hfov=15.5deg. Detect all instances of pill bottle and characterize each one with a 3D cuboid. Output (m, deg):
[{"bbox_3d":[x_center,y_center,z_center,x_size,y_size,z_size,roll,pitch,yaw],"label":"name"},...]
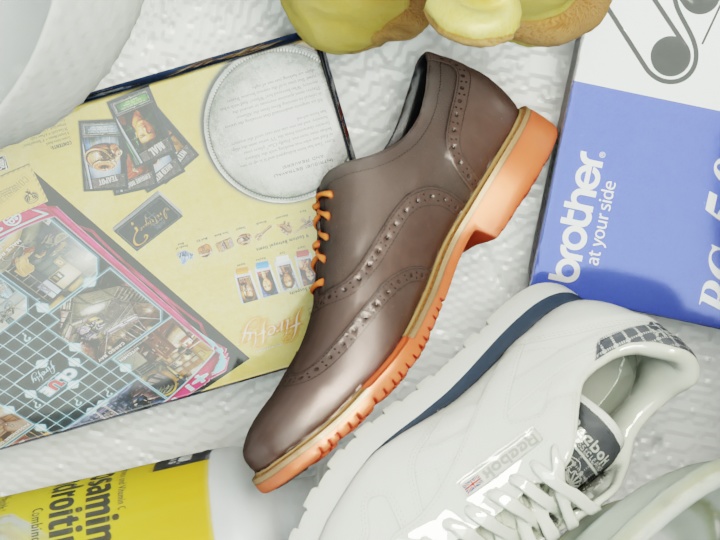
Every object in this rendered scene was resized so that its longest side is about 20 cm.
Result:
[{"bbox_3d":[-0.083,0.137,1.118,0.199,0.112,0.113,-13,101,3],"label":"pill bottle"}]

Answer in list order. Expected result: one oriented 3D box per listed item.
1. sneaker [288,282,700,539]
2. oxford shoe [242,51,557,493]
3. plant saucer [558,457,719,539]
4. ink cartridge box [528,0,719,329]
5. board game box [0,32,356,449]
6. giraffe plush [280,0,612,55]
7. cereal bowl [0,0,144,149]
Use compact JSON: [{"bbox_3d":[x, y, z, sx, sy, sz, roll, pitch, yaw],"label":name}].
[{"bbox_3d":[0.049,0.086,1.044,0.200,0.080,0.077,-49,132,-18],"label":"sneaker"},{"bbox_3d":[0.000,0.000,1.077,0.072,0.071,0.200,37,67,-9],"label":"oxford shoe"},{"bbox_3d":[0.103,0.151,1.084,0.050,0.200,0.201,35,102,32],"label":"plant saucer"},{"bbox_3d":[0.135,-0.082,1.105,0.093,0.044,0.201,11,101,1],"label":"ink cartridge box"},{"bbox_3d":[-0.095,-0.011,1.129,0.199,0.035,0.136,-15,100,4],"label":"board game box"},{"bbox_3d":[0.040,-0.148,0.994,0.162,0.200,0.173,28,100,34],"label":"giraffe plush"},{"bbox_3d":[-0.146,-0.145,1.050,0.199,0.083,0.201,4,95,45],"label":"cereal bowl"}]
